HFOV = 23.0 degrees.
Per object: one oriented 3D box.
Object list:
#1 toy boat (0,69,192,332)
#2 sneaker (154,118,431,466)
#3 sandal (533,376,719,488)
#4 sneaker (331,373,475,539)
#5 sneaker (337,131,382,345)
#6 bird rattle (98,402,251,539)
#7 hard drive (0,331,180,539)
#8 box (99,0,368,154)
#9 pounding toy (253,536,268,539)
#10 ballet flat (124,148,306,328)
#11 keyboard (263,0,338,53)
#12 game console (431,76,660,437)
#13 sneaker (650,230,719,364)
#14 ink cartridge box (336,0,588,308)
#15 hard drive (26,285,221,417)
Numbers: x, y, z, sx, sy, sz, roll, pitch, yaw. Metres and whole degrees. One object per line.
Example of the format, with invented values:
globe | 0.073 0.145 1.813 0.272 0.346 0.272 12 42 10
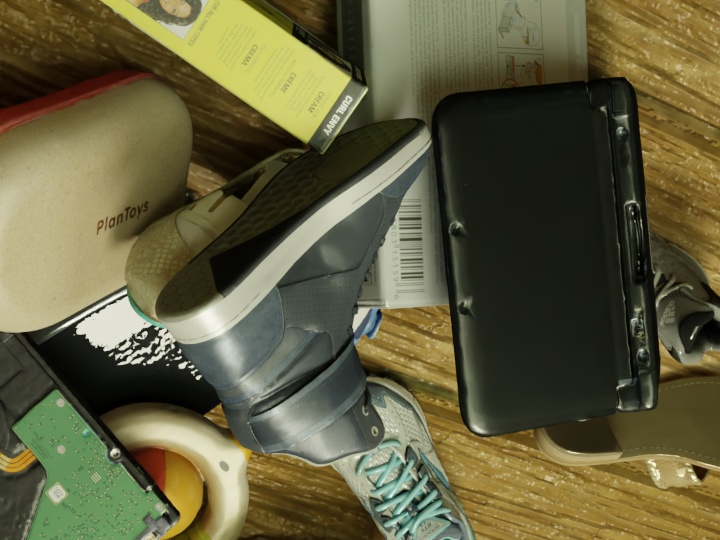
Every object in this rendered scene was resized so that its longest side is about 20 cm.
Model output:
toy boat | -0.196 -0.052 1.034 0.200 0.130 0.132 -31 138 -56
sneaker | -0.012 0.018 1.019 0.202 0.077 0.147 -43 119 -25
sandal | 0.224 0.129 1.333 0.209 0.078 0.070 2 147 -14
sneaker | 0.037 0.156 1.249 0.077 0.086 0.201 -35 123 -2
sneaker | 0.000 0.000 1.162 0.082 0.074 0.202 4 119 -31
bird rattle | -0.147 0.162 1.148 0.198 0.113 0.165 13 100 -7
hard drive | -0.223 0.121 1.077 0.140 0.038 0.200 -42 89 -3
box | -0.090 -0.146 1.012 0.199 0.075 0.050 34 101 -9
pounding toy | -0.036 0.330 1.228 0.142 0.183 0.202 -37 140 -56
ballet flat | -0.079 -0.030 1.061 0.067 0.200 0.063 37 119 3
keyboard | -0.070 -0.140 1.100 0.199 0.011 0.056 32 107 -31
game console | 0.120 -0.013 1.097 0.115 0.176 0.202 -5 95 11
sneaker | 0.188 0.004 1.209 0.199 0.116 0.075 23 106 -30
ink cartridge box | 0.068 -0.080 1.115 0.172 0.043 0.202 -2 90 -36
hard drive | -0.161 0.062 1.149 0.199 0.042 0.136 -31 123 -4
